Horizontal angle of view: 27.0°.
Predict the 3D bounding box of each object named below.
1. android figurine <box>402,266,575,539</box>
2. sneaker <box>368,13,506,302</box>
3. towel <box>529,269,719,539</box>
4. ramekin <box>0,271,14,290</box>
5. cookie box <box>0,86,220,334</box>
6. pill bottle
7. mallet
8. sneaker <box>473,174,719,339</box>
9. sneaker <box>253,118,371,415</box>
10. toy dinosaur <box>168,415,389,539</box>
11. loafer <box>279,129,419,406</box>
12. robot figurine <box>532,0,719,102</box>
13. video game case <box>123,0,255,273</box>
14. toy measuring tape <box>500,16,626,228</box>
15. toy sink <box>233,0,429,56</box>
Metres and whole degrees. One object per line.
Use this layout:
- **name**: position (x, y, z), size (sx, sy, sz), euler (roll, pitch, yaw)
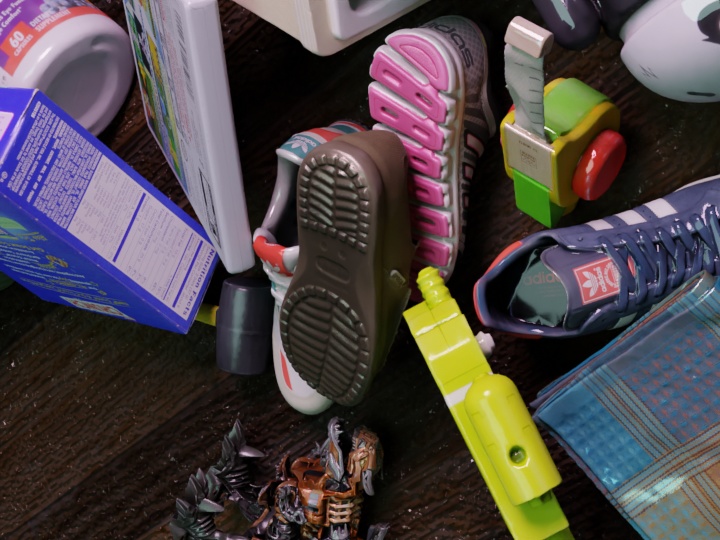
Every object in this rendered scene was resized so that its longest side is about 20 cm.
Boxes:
- **android figurine**: position (0.078, 0.092, 0.872), size (0.041, 0.182, 0.202), euler (-25, 82, 1)
- **sneaker**: position (0.049, -0.071, 0.921), size (0.073, 0.087, 0.202), euler (25, 135, 26)
- **towel**: position (0.207, 0.112, 0.836), size (0.200, 0.022, 0.147), euler (48, 124, -1)
- **ramekin**: position (-0.337, -0.064, 1.177), size (0.198, 0.097, 0.203), euler (7, 103, 34)
- **cookie box**: position (-0.218, -0.044, 1.023), size (0.170, 0.200, 0.076), euler (10, 68, 40)
- **pill bottle**: position (-0.267, -0.181, 1.098), size (0.199, 0.111, 0.112), euler (38, 118, 23)
- **mallet**: position (-0.139, 0.034, 1.095), size (0.198, 0.041, 0.067), euler (4, 98, 39)
- **sneaker**: position (0.152, -0.001, 0.846), size (0.198, 0.084, 0.076), euler (-21, 85, 32)
- **sneaker**: position (-0.041, 0.002, 0.981), size (0.070, 0.093, 0.203), euler (20, 109, 31)
- **toy dinosaur**: position (-0.057, 0.182, 1.030), size (0.135, 0.102, 0.202), euler (28, 96, 5)
- **loafer**: position (0.000, 0.000, 0.900), size (0.076, 0.067, 0.202), euler (33, 138, 22)
- **robot figurine**: position (0.165, -0.187, 0.780), size (0.150, 0.124, 0.202), euler (-30, 80, 35)
- **video game case**: position (-0.116, -0.128, 0.957), size (0.183, 0.022, 0.202), euler (-124, 21, -45)
- **toy measuring tape**: position (0.111, -0.091, 0.826), size (0.072, 0.201, 0.074), euler (-4, 62, 8)
- **toy sink**: position (-0.010, -0.208, 0.858), size (0.199, 0.130, 0.113), euler (34, 147, 40)
